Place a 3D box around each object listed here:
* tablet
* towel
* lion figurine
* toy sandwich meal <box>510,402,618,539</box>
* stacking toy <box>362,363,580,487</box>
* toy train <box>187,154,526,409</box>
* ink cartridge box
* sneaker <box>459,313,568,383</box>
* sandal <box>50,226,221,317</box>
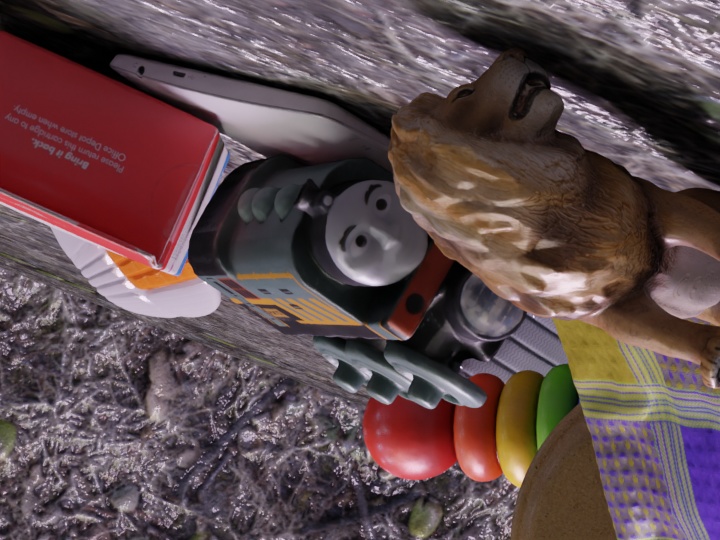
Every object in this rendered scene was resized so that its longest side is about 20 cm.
[{"bbox_3d":[-0.004,-0.045,1.120,0.130,0.014,0.200,16,172,40],"label":"tablet"},{"bbox_3d":[0.137,0.076,1.086,0.023,0.200,0.144,-25,-161,-29],"label":"towel"},{"bbox_3d":[0.099,-0.007,0.842,0.122,0.072,0.200,26,-178,35],"label":"lion figurine"},{"bbox_3d":[0.164,0.123,1.188,0.205,0.205,0.070,19,-166,14],"label":"toy sandwich meal"},{"bbox_3d":[0.097,0.081,1.281,0.200,0.085,0.085,-2,167,17],"label":"stacking toy"},{"bbox_3d":[0.000,0.000,1.082,0.114,0.085,0.200,32,171,-15],"label":"toy train"},{"bbox_3d":[-0.123,-0.051,1.129,0.116,0.067,0.200,24,178,-1],"label":"ink cartridge box"},{"bbox_3d":[0.088,0.048,1.384,0.071,0.073,0.200,46,-178,42],"label":"sneaker"},{"bbox_3d":[-0.127,-0.051,1.321,0.079,0.059,0.207,-2,141,32],"label":"sandal"}]
